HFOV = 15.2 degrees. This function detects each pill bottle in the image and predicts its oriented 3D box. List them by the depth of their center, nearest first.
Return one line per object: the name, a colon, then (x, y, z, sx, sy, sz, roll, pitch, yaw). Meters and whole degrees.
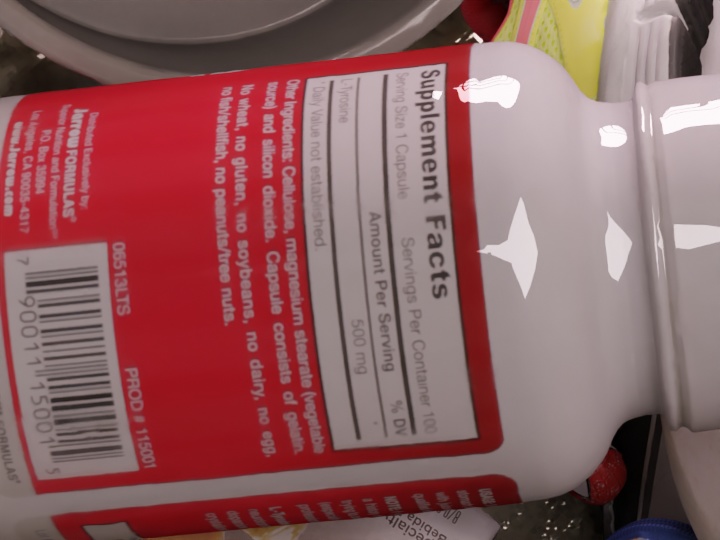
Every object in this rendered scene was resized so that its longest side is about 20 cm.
pill bottle: (-0.003, 0.004, 0.659, 0.199, 0.112, 0.113, -6, 80, 7)

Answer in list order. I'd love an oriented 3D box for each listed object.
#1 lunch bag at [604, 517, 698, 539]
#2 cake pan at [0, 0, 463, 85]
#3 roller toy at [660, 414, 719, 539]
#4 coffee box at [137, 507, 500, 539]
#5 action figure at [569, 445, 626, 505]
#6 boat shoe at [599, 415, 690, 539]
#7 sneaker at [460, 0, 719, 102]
lunch bag: (0.098, 0.172, 0.748, 0.200, 0.161, 0.076, 42, 41, 10)
cake pan: (-0.040, -0.144, 0.697, 0.199, 0.037, 0.202, -2, 96, -24)
roller toy: (0.178, 0.020, 0.695, 0.139, 0.200, 0.184, 9, 65, -33)
coffee box: (-0.077, 0.066, 0.760, 0.200, 0.080, 0.115, 35, 73, -7)
action figure: (0.000, 0.000, 0.775, 0.200, 0.099, 0.065, 37, 74, 0)
boat shoe: (0.090, 0.023, 0.834, 0.056, 0.069, 0.201, 5, 83, 19)
sneaker: (0.073, -0.101, 0.812, 0.078, 0.090, 0.200, 62, 31, -32)
